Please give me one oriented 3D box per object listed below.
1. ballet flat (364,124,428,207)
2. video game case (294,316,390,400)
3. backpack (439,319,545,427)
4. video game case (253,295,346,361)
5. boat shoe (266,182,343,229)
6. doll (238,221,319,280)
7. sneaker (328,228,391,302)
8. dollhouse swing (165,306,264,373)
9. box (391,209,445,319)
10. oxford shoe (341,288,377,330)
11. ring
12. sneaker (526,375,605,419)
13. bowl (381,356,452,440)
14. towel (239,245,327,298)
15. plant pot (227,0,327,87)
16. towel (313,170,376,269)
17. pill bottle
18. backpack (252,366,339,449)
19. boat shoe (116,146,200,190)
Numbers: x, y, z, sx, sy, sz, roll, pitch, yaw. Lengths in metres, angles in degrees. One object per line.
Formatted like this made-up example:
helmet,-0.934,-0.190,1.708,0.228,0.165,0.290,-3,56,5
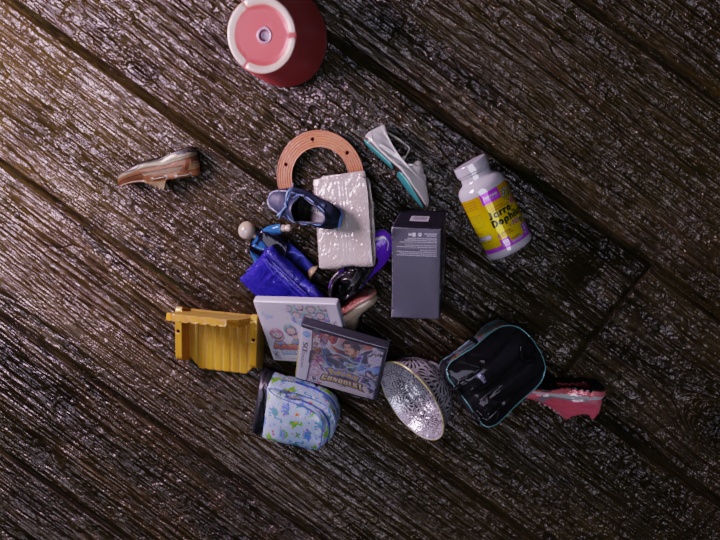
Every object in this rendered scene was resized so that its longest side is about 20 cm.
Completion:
ballet flat,0.092,-0.226,1.654,0.069,0.069,0.200,-41,93,17
video game case,-0.044,0.198,1.725,0.196,0.026,0.183,15,132,5
backpack,0.286,0.208,1.672,0.199,0.153,0.177,-38,93,3
video game case,-0.123,0.133,1.729,0.195,0.024,0.185,1,130,18
boat shoe,-0.127,-0.139,1.656,0.197,0.068,0.086,12,98,34
doll,-0.187,-0.046,1.749,0.198,0.049,0.137,35,119,0
sneaker,0.000,0.001,1.702,0.069,0.100,0.201,41,108,-5
dollhouse swing,-0.334,0.167,1.765,0.195,0.176,0.186,5,105,7
box,0.123,-0.018,1.625,0.102,0.200,0.187,3,105,8
oxford shoe,-0.027,0.112,1.756,0.199,0.071,0.074,-37,100,27
ring,-0.087,-0.204,1.709,0.195,0.019,0.205,3,105,9
sneaker,0.434,0.286,1.714,0.195,0.074,0.089,4,108,10
bowl,0.142,0.264,1.730,0.093,0.200,0.204,-32,99,-28
towel,-0.168,0.054,1.741,0.200,0.050,0.147,44,131,-7
plant pot,-0.175,-0.471,1.574,0.195,0.178,0.205,2,105,8
towel,-0.035,-0.106,1.669,0.130,0.034,0.205,-4,89,23
pill bottle,0.269,-0.133,1.620,0.103,0.104,0.203,-26,99,15
backpack,-0.145,0.328,1.799,0.195,0.154,0.167,10,110,-7
boat shoe,-0.446,-0.214,1.741,0.196,0.076,0.075,-15,104,14
